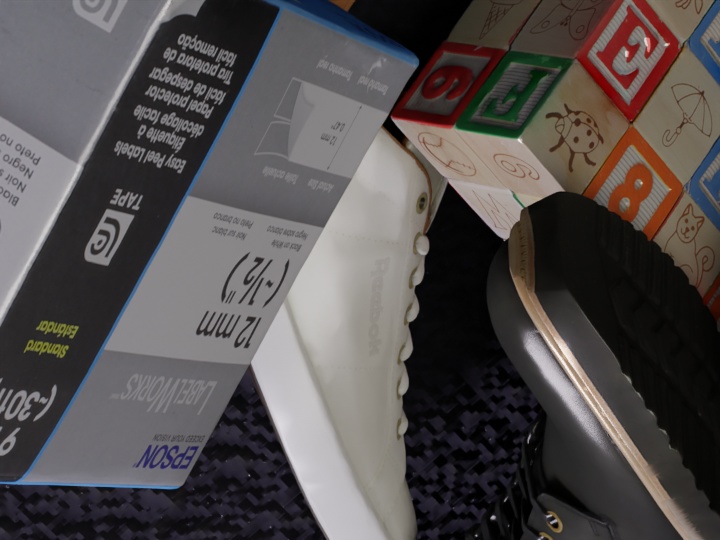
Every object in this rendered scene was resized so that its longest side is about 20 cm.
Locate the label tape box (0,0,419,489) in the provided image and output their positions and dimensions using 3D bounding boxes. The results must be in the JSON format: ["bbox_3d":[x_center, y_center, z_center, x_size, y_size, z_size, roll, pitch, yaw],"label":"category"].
[{"bbox_3d":[-0.080,0.009,0.678,0.200,0.066,0.143,-63,158,6],"label":"label tape box"}]

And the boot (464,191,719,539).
[{"bbox_3d":[0.048,0.071,0.768,0.138,0.078,0.200,-18,131,23],"label":"boot"}]

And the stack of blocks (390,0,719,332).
[{"bbox_3d":[0.113,-0.024,0.809,0.200,0.059,0.115,47,70,-33],"label":"stack of blocks"}]

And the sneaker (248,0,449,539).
[{"bbox_3d":[0.000,0.000,0.798,0.085,0.073,0.200,-19,114,-6],"label":"sneaker"}]
